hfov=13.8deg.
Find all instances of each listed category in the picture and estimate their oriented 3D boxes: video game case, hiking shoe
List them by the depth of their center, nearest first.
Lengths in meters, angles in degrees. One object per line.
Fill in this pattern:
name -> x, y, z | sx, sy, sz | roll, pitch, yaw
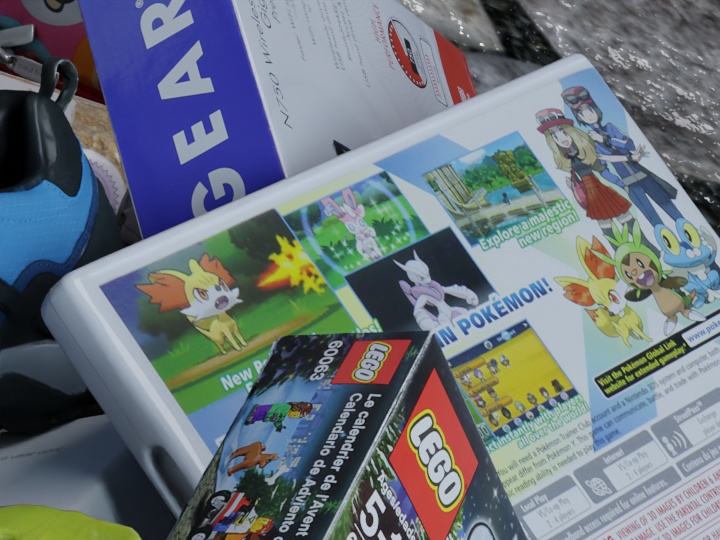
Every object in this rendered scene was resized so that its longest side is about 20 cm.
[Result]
hiking shoe -> -0.133, 0.018, 0.748 | 0.200, 0.074, 0.087 | -36, 114, -51
video game case -> 0.042, 0.046, 0.763 | 0.200, 0.022, 0.183 | -25, 75, -40

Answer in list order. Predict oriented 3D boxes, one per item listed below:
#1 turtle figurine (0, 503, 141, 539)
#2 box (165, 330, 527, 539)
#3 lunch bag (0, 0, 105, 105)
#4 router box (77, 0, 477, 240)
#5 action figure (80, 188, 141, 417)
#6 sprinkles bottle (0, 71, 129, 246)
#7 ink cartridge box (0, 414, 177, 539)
turtle figurine -> -0.061, 0.124, 0.600 | 0.200, 0.162, 0.064 | -30, 43, -24
box -> 0.010, 0.131, 0.592 | 0.137, 0.038, 0.201 | -61, 137, -41
lunch bag -> -0.092, -0.139, 1.206 | 0.175, 0.082, 0.200 | 17, 34, -24
router box -> 0.000, 0.000, 0.874 | 0.179, 0.049, 0.201 | 29, 38, -57
action figure -> -0.027, 0.015, 0.993 | 0.199, 0.069, 0.130 | -9, 57, -31
sprinkles bottle -> -0.110, -0.030, 1.042 | 0.199, 0.068, 0.068 | 17, 33, -24
ink cartridge box -> -0.094, 0.139, 0.722 | 0.200, 0.083, 0.147 | -48, 124, -60
